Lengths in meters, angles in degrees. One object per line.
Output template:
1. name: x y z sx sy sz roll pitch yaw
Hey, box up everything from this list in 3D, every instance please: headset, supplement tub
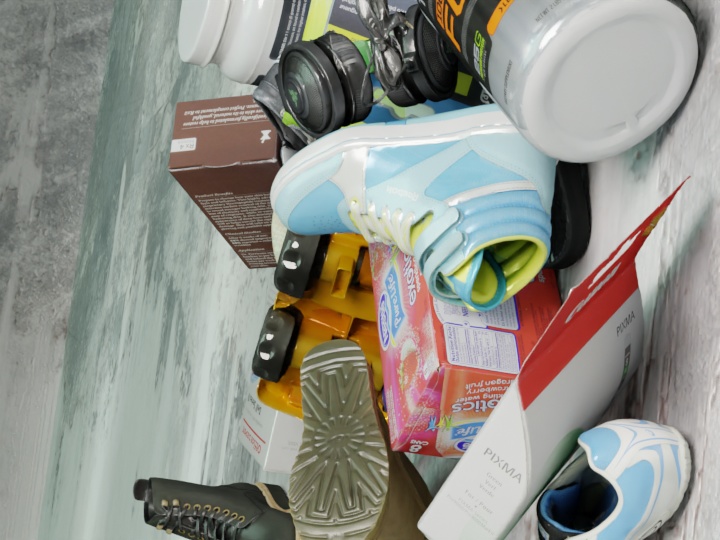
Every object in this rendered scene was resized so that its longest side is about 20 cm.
1. headset: 0.004 -0.145 1.287 0.200 0.123 0.094 -121 14 -77
2. supplement tub: 0.108 -0.166 1.196 0.200 0.122 0.123 56 136 46
3. supplement tub: -0.042 -0.218 1.661 0.140 0.200 0.141 -170 90 -73

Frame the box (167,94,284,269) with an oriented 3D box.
1. box: -0.086 -0.076 1.733 0.200 0.100 0.075 55 -145 -61

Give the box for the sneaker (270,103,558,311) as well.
1. sneaker: 0.031 -0.027 1.245 0.200 0.080 0.131 -14 56 22

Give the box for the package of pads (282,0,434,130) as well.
1. package of pads: 0.037 -0.185 1.490 0.154 0.068 0.200 21 105 30

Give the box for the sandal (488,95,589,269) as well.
1. sandal: 0.125 -0.099 1.308 0.075 0.048 0.201 -16 77 55

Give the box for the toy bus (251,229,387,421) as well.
1. toy bus: 0.000 0.000 1.551 0.192 0.136 0.200 -82 8 -58

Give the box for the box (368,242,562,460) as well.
1. box: 0.071 0.024 1.325 0.096 0.100 0.200 116 156 -43

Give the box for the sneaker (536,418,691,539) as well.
1. sneaker: 0.123 0.159 1.127 0.072 0.072 0.200 -102 26 -48

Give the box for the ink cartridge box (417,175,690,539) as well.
1. ink cartridge box: 0.122 0.058 1.092 0.161 0.050 0.200 -40 -14 -50

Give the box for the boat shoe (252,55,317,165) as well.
1. boat shoe: -0.034 -0.100 1.629 0.072 0.200 0.068 31 73 34

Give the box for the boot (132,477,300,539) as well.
1. boot: -0.128 0.241 1.795 0.200 0.138 0.078 -159 80 -72

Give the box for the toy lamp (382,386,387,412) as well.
1. toy lamp: 0.027 0.131 1.493 0.200 0.058 0.058 116 157 -48

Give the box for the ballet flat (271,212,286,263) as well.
1. ballet flat: -0.023 0.029 1.655 0.062 0.067 0.200 -13 92 61

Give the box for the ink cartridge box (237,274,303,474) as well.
1. ink cartridge box: -0.058 0.114 1.757 0.117 0.067 0.200 -150 70 -72

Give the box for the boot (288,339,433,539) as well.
1. boot: 0.012 0.167 1.352 0.200 0.066 0.175 68 -160 -48

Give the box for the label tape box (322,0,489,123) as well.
1. label tape box: 0.060 -0.194 1.395 0.066 0.143 0.200 -41 -31 -64
